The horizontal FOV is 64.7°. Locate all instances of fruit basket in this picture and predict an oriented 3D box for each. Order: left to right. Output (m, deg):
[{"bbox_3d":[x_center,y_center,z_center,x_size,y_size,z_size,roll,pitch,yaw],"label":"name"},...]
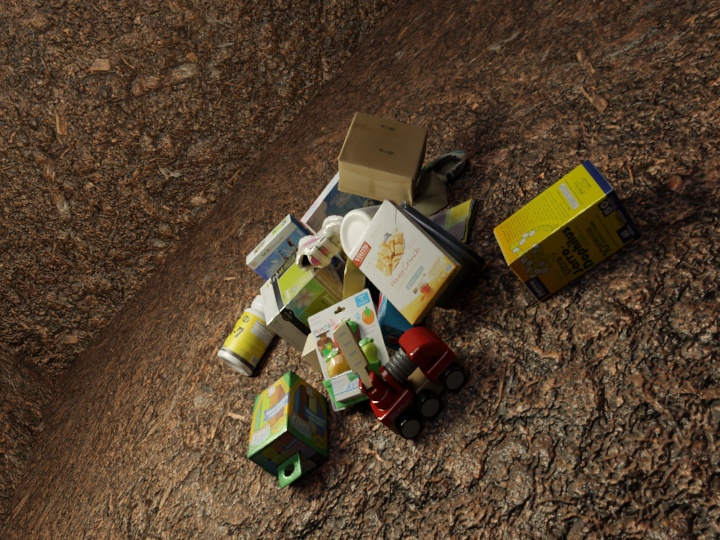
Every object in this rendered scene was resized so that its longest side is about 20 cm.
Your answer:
[{"bbox_3d":[-0.024,0.165,1.141,0.182,0.206,0.093,-25,-9,36],"label":"fruit basket"}]

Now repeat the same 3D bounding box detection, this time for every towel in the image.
[{"bbox_3d":[0.183,-0.089,1.324,0.197,0.023,0.147,-18,42,46],"label":"towel"}]

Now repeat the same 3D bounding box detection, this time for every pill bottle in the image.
[{"bbox_3d":[-0.306,0.182,1.612,0.113,0.114,0.204,-3,51,53],"label":"pill bottle"},{"bbox_3d":[0.055,-0.090,1.278,0.112,0.118,0.197,-19,-1,43],"label":"pill bottle"}]

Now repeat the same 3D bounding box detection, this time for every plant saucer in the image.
[{"bbox_3d":[0.000,0.000,1.364,0.047,0.204,0.204,9,48,5],"label":"plant saucer"}]

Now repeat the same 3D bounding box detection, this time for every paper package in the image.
[{"bbox_3d":[0.057,-0.273,1.396,0.193,0.105,0.195,13,56,8],"label":"paper package"}]

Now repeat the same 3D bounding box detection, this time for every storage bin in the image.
[{"bbox_3d":[0.135,-0.026,1.167,0.199,0.145,0.136,39,97,25],"label":"storage bin"}]

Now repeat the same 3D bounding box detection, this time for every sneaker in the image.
[{"bbox_3d":[-0.085,-0.054,1.356,0.198,0.081,0.090,-34,29,41],"label":"sneaker"},{"bbox_3d":[0.192,-0.250,1.482,0.196,0.079,0.080,-22,17,33],"label":"sneaker"}]

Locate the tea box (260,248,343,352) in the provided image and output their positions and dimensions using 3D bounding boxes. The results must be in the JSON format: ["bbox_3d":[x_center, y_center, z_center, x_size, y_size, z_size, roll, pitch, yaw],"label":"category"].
[{"bbox_3d":[-0.150,0.063,1.506,0.197,0.133,0.201,-45,28,8],"label":"tea box"}]

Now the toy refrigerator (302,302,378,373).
[{"bbox_3d":[-0.038,0.152,1.302,0.197,0.070,0.077,-33,24,28],"label":"toy refrigerator"}]

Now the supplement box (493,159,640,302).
[{"bbox_3d":[0.343,-0.065,0.962,0.198,0.108,0.111,-38,29,21],"label":"supplement box"}]

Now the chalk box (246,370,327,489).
[{"bbox_3d":[-0.147,0.339,1.166,0.124,0.124,0.203,-37,29,20],"label":"chalk box"}]

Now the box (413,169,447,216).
[{"bbox_3d":[0.126,-0.161,1.448,0.197,0.068,0.084,-33,31,29],"label":"box"}]

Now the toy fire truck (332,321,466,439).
[{"bbox_3d":[0.058,0.161,1.001,0.176,0.200,0.129,-46,28,3],"label":"toy fire truck"}]

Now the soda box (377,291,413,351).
[{"bbox_3d":[0.077,0.067,1.214,0.204,0.066,0.065,-81,13,-46],"label":"soda box"}]

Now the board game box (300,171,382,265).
[{"bbox_3d":[-0.027,-0.143,1.510,0.202,0.198,0.043,-51,28,-6],"label":"board game box"}]

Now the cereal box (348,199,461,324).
[{"bbox_3d":[0.082,-0.018,1.105,0.200,0.039,0.146,44,111,23],"label":"cereal box"}]

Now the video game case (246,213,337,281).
[{"bbox_3d":[-0.192,-0.027,1.609,0.180,0.199,0.046,-41,30,13],"label":"video game case"}]
